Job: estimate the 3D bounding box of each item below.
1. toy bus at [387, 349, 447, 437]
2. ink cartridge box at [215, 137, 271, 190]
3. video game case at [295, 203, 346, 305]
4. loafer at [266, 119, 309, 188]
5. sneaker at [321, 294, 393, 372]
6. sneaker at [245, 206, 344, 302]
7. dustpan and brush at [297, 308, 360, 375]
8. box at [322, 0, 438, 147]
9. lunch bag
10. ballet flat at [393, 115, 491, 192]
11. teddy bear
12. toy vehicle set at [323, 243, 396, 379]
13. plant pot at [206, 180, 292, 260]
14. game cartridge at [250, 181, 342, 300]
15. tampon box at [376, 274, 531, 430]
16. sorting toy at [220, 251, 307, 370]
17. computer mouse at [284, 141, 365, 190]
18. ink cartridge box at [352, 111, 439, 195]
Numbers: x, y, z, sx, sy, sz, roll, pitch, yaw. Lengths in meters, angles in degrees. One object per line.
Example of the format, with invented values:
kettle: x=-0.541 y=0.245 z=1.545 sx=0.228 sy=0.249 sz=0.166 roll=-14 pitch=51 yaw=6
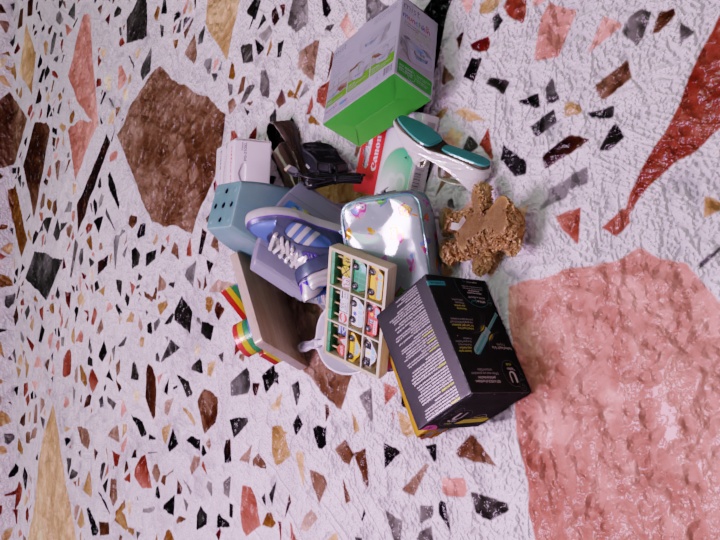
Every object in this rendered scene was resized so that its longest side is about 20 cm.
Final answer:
toy bus: x=0.102 y=0.172 z=1.366 sx=0.065 sy=0.078 sz=0.202 roll=-41 pitch=57 yaw=38
ink cartridge box: x=-0.257 y=-0.200 z=1.772 sx=0.200 sy=0.083 sz=0.147 roll=-175 pitch=87 yaw=-70
video game case: x=-0.059 y=-0.032 z=1.621 sx=0.181 sy=0.022 sz=0.204 roll=6 pitch=89 yaw=49
loafer: x=-0.160 y=-0.231 z=1.724 sx=0.073 sy=0.070 sz=0.202 roll=-42 pitch=56 yaw=37
sneaker: x=0.004 y=0.095 z=1.446 sx=0.200 sy=0.074 sz=0.081 roll=43 pitch=116 yaw=18
sneaker: x=-0.111 y=-0.021 z=1.428 sx=0.081 sy=0.197 sz=0.149 roll=125 pitch=154 yaw=-56
dustpan and brush: x=-0.063 y=0.136 z=1.572 sx=0.199 sy=0.056 sz=0.142 roll=-24 pitch=73 yaw=62
box: x=0.033 y=-0.353 z=1.463 sx=0.199 sy=0.096 sz=0.179 roll=-26 pitch=47 yaw=44
lunch bag: x=0.049 y=-0.037 z=1.380 sx=0.158 sy=0.077 sz=0.203 roll=-7 pitch=100 yaw=22
ballet flat: x=0.127 y=-0.190 z=1.368 sx=0.199 sy=0.069 sz=0.070 roll=33 pitch=111 yaw=25
teddy bear: x=0.193 y=-0.063 z=1.312 sx=0.200 sy=0.066 sz=0.147 roll=-37 pitch=53 yaw=48
toy vehicle set: x=-0.003 y=0.068 z=1.372 sx=0.123 sy=0.026 sz=0.203 roll=20 pitch=117 yaw=34
plant pot: x=-0.186 y=-0.095 z=1.592 sx=0.140 sy=0.198 sz=0.144 roll=-1 pitch=72 yaw=48
game cartridge: x=-0.116 y=-0.061 z=1.518 sx=0.202 sy=0.132 sz=0.040 roll=-63 pitch=9 yaw=-24
tampon box: x=0.142 y=0.128 z=1.270 sx=0.126 sy=0.148 sz=0.202 roll=-42 pitch=56 yaw=37
sorting toy: x=-0.202 y=0.094 z=1.630 sx=0.069 sy=0.199 sz=0.202 roll=-26 pitch=62 yaw=12
computer mouse: x=-0.089 y=-0.195 z=1.584 sx=0.200 sy=0.138 sz=0.047 roll=46 pitch=136 yaw=51
ink cartridge box: x=0.048 y=-0.213 z=1.502 sx=0.199 sy=0.050 sz=0.164 roll=19 pitch=99 yaw=46
